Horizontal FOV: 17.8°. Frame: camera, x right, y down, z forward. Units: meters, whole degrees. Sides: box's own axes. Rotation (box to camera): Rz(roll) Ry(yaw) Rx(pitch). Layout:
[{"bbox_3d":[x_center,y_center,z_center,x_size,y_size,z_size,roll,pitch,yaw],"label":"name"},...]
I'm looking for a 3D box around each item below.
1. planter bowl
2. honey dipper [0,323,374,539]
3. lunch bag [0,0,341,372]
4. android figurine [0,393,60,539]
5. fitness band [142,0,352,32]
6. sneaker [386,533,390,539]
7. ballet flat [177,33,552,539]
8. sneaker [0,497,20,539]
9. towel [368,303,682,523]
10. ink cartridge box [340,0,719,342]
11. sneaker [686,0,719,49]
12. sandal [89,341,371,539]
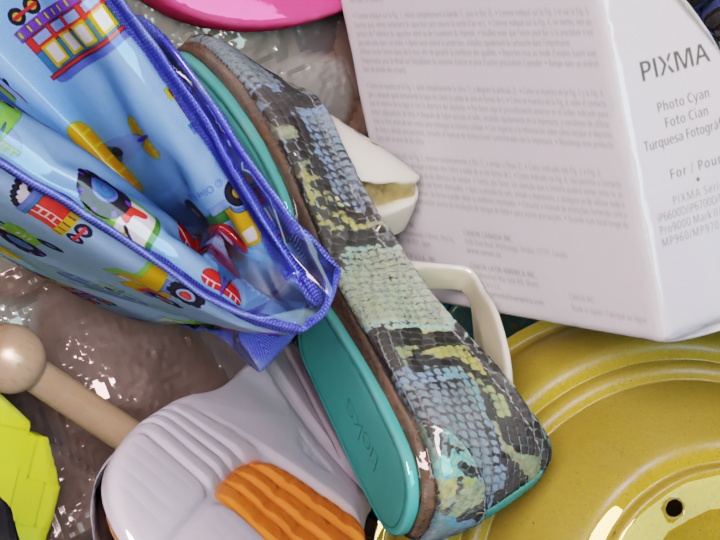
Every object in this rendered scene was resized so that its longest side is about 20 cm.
[{"bbox_3d":[0.108,0.107,0.751,0.199,0.083,0.202,1,87,-12],"label":"planter bowl"},{"bbox_3d":[-0.050,0.075,0.774,0.200,0.038,0.038,38,77,-32],"label":"honey dipper"},{"bbox_3d":[-0.096,-0.038,0.691,0.200,0.150,0.094,44,74,-16],"label":"lunch bag"},{"bbox_3d":[-0.167,0.106,0.736,0.181,0.041,0.201,17,87,-26],"label":"android figurine"},{"bbox_3d":[-0.042,-0.182,0.783,0.143,0.037,0.201,-17,101,-24],"label":"fitness band"},{"bbox_3d":[0.095,0.121,0.830,0.199,0.078,0.070,23,85,-10],"label":"sneaker"},{"bbox_3d":[0.000,0.000,0.754,0.074,0.074,0.201,-15,61,-24],"label":"ballet flat"},{"bbox_3d":[-0.074,0.140,0.723,0.113,0.075,0.201,-22,111,-22],"label":"sneaker"},{"bbox_3d":[0.089,0.075,0.869,0.200,0.022,0.147,45,75,-23],"label":"towel"},{"bbox_3d":[0.050,-0.084,0.733,0.047,0.160,0.201,-16,102,-27],"label":"ink cartridge box"},{"bbox_3d":[0.083,-0.139,0.749,0.078,0.075,0.200,-39,79,-15],"label":"sneaker"},{"bbox_3d":[-0.038,0.078,0.717,0.059,0.207,0.079,-43,88,16],"label":"sandal"}]
